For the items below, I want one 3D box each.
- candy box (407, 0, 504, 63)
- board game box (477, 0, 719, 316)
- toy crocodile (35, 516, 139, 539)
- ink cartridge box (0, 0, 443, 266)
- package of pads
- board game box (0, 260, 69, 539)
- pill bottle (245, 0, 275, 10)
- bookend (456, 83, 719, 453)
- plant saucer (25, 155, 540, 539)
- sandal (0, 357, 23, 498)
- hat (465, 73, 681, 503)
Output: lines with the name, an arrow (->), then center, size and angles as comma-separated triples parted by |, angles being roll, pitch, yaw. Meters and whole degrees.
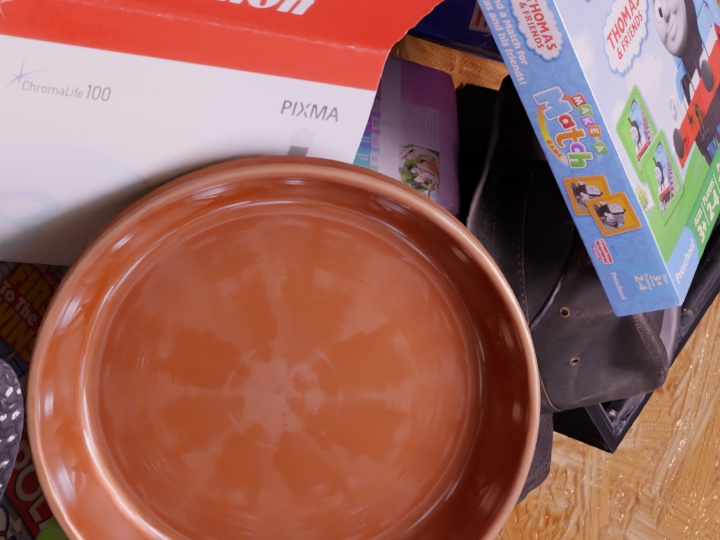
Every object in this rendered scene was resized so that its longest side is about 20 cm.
candy box -> 0.070, -0.208, 0.956 | 0.169, 0.077, 0.201 | 11, 94, -47
board game box -> 0.106, -0.106, 0.811 | 0.201, 0.036, 0.151 | 62, 37, -26
toy crocodile -> -0.080, 0.105, 0.865 | 0.200, 0.067, 0.062 | -31, 135, -67
ink cartridge box -> -0.068, -0.059, 0.714 | 0.159, 0.200, 0.047 | 6, 64, -29
package of pads -> 0.000, 0.000, 0.870 | 0.200, 0.075, 0.121 | -87, -171, -55
board game box -> -0.172, 0.059, 0.814 | 0.200, 0.062, 0.200 | -46, 133, -24
pill bottle -> -0.062, -0.204, 0.723 | 0.116, 0.116, 0.200 | -40, 86, -29
bookend -> 0.123, -0.042, 1.064 | 0.200, 0.092, 0.199 | -53, 135, -20
plant saucer -> -0.030, 0.051, 0.755 | 0.199, 0.032, 0.201 | -1, 108, -4
sandal -> -0.197, 0.111, 0.738 | 0.075, 0.045, 0.201 | 18, 107, -42
hat -> 0.105, 0.009, 0.888 | 0.201, 0.081, 0.202 | 1, 90, -74
